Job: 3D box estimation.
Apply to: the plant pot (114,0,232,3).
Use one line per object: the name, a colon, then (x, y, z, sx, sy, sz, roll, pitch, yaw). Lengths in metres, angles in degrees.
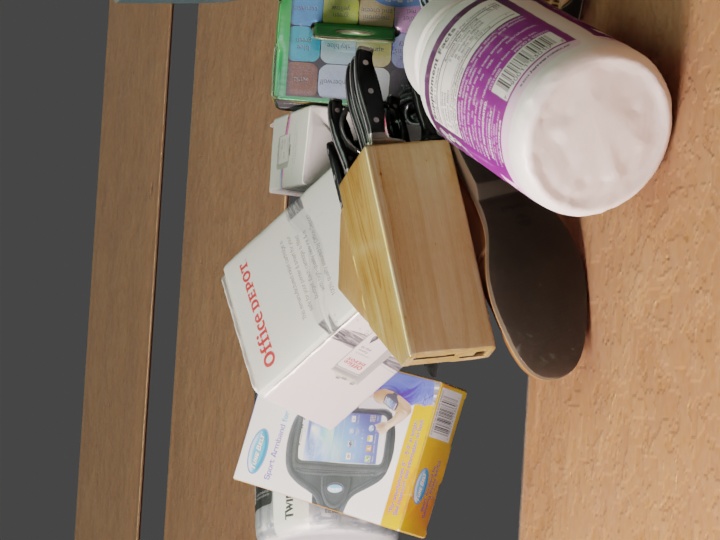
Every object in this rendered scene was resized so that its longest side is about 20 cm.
plant pot: (-0.123, -0.363, 2.169, 0.196, 0.199, 0.197, 167, 107, -72)

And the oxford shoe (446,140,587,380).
oxford shoe: (0.102, -0.009, 1.510, 0.071, 0.071, 0.201, 122, 138, -54)

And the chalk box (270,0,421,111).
chalk box: (-0.007, -0.191, 1.782, 0.200, 0.124, 0.124, -160, 75, -88)

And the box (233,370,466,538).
box: (-0.019, 0.128, 1.743, 0.199, 0.041, 0.120, 12, 83, 37)

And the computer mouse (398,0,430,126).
computer mouse: (0.055, -0.211, 1.626, 0.110, 0.044, 0.201, 155, 118, -73)

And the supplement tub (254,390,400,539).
supplement tub: (-0.029, 0.134, 1.853, 0.123, 0.122, 0.201, 133, 138, -65)

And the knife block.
knife block: (0.031, -0.051, 1.504, 0.200, 0.064, 0.176, -129, 38, -60)

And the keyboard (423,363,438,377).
keyboard: (0.069, -0.017, 1.764, 0.056, 0.011, 0.201, -132, 48, -61)

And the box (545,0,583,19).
box: (0.104, -0.187, 1.614, 0.200, 0.046, 0.160, -115, 33, -60)

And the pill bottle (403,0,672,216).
pill bottle: (0.105, -0.117, 1.423, 0.200, 0.112, 0.113, -138, 54, -58)

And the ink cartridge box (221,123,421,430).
ink cartridge box: (0.000, 0.000, 1.686, 0.200, 0.083, 0.147, -42, 42, 22)

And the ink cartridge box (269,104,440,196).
ink cartridge box: (-0.009, -0.094, 1.843, 0.200, 0.116, 0.068, -178, 93, -78)
